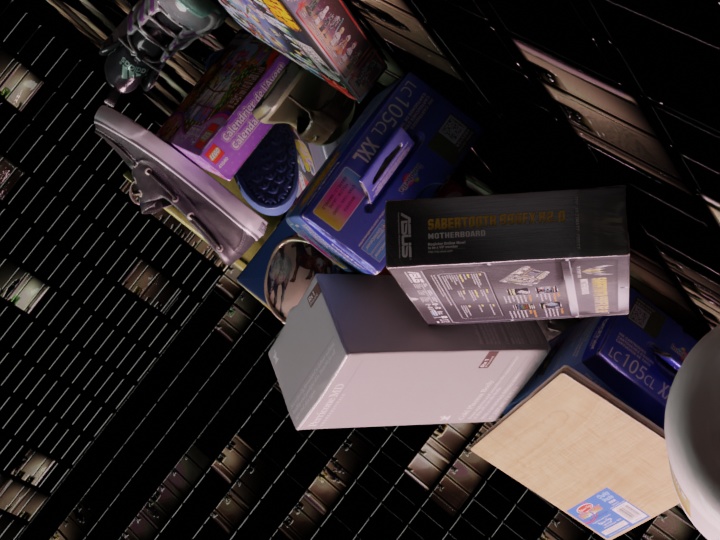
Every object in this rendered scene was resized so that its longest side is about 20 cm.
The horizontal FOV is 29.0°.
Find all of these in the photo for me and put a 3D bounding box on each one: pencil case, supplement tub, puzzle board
[{"bbox_3d":[0.000,0.000,1.261,0.078,0.090,0.200,32,-160,26],"label":"pencil case"},{"bbox_3d":[0.261,0.109,0.855,0.144,0.145,0.200,37,176,19],"label":"supplement tub"},{"bbox_3d":[0.191,0.154,1.158,0.150,0.017,0.200,33,150,-1],"label":"puzzle board"}]

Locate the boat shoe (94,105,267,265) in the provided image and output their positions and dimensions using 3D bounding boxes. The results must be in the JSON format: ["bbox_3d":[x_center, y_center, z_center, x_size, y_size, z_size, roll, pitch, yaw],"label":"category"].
[{"bbox_3d":[-0.182,-0.077,1.317,0.200,0.066,0.070,37,176,4],"label":"boat shoe"}]

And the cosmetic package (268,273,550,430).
[{"bbox_3d":[0.039,0.065,1.131,0.199,0.107,0.090,-3,-129,-32],"label":"cosmetic package"}]

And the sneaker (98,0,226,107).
[{"bbox_3d":[-0.204,-0.217,1.357,0.078,0.140,0.200,39,177,-12],"label":"sneaker"}]

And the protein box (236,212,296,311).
[{"bbox_3d":[0.014,0.005,1.518,0.198,0.200,0.135,37,176,22],"label":"protein box"}]

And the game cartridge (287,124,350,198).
[{"bbox_3d":[-0.044,-0.118,1.379,0.200,0.041,0.134,-142,38,-68],"label":"game cartridge"}]

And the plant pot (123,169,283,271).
[{"bbox_3d":[-0.146,-0.121,1.659,0.200,0.184,0.200,39,177,3],"label":"plant pot"}]

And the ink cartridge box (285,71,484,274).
[{"bbox_3d":[0.016,-0.071,1.064,0.076,0.137,0.200,37,176,-8],"label":"ink cartridge box"}]

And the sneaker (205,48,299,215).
[{"bbox_3d":[-0.107,-0.129,1.408,0.078,0.070,0.200,86,167,-61],"label":"sneaker"}]

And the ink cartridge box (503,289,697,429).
[{"bbox_3d":[0.226,0.101,1.156,0.136,0.076,0.200,37,148,-6],"label":"ink cartridge box"}]

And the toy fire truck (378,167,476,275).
[{"bbox_3d":[0.076,0.009,1.225,0.112,0.168,0.200,35,175,35],"label":"toy fire truck"}]

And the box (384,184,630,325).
[{"bbox_3d":[0.109,-0.006,0.980,0.158,0.049,0.200,-4,167,11],"label":"box"}]

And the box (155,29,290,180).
[{"bbox_3d":[-0.115,-0.157,1.283,0.039,0.137,0.200,39,176,-21],"label":"box"}]

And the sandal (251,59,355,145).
[{"bbox_3d":[-0.031,-0.140,1.170,0.057,0.080,0.201,39,-172,14],"label":"sandal"}]

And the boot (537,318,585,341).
[{"bbox_3d":[0.218,0.050,1.285,0.200,0.069,0.174,32,169,23],"label":"boot"}]

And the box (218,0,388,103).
[{"bbox_3d":[-0.070,-0.206,0.994,0.137,0.040,0.200,35,175,28],"label":"box"}]
